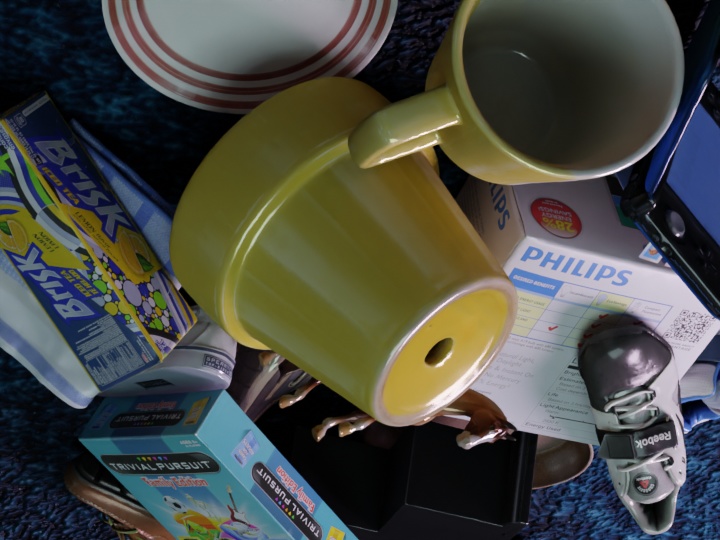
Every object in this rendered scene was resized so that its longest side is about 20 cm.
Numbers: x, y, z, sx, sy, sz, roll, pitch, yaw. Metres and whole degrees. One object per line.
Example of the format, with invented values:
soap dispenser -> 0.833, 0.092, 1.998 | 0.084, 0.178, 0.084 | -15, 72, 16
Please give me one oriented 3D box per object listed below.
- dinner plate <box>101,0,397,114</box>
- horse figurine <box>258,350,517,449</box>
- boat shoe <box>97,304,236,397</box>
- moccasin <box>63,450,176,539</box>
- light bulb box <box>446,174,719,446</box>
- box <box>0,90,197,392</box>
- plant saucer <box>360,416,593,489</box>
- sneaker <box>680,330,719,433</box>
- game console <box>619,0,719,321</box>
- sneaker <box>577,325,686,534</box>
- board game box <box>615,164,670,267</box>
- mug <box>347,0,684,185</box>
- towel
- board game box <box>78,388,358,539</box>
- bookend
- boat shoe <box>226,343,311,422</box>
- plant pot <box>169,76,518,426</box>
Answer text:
dinner plate -> -0.074, -0.187, 1.161 | 0.199, 0.024, 0.201 | -4, 135, -4
horse figurine -> 0.009, 0.084, 1.275 | 0.132, 0.200, 0.050 | -14, 114, -25
boat shoe -> -0.171, 0.049, 1.354 | 0.201, 0.086, 0.074 | -9, 151, 44
moccasin -> -0.186, 0.218, 1.528 | 0.078, 0.074, 0.201 | -41, 138, 17
light bulb box -> 0.158, 0.019, 1.336 | 0.197, 0.125, 0.200 | 12, 132, -20
box -> -0.203, -0.020, 1.211 | 0.064, 0.070, 0.200 | -26, 103, 26
plant saucer -> 0.101, 0.136, 1.476 | 0.199, 0.035, 0.200 | 7, 151, 4
sneaker -> 0.305, 0.046, 1.371 | 0.080, 0.147, 0.200 | 28, 126, -32
game console -> 0.254, -0.098, 1.162 | 0.118, 0.200, 0.171 | -30, 111, 37
sneaker -> 0.215, 0.124, 1.303 | 0.074, 0.089, 0.200 | -15, 135, 8
board game box -> 0.252, -0.039, 1.268 | 0.199, 0.158, 0.039 | 18, 131, -26
mug -> 0.093, -0.125, 1.113 | 0.186, 0.150, 0.153 | 12, 171, -12
towel -> -0.214, 0.000, 1.278 | 0.147, 0.024, 0.200 | 41, 122, 0
board game box -> -0.108, 0.180, 1.371 | 0.151, 0.047, 0.200 | -8, 131, 45
bookend -> 0.020, 0.175, 1.431 | 0.199, 0.092, 0.199 | 14, 153, -9
boat shoe -> -0.055, 0.069, 1.390 | 0.073, 0.075, 0.200 | 17, 132, -24
plant pot -> 0.000, 0.000, 1.193 | 0.200, 0.189, 0.201 | -31, 148, -22
